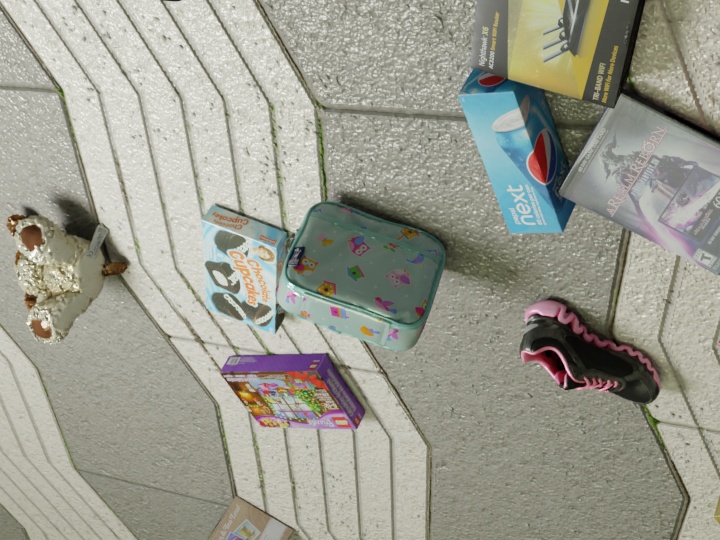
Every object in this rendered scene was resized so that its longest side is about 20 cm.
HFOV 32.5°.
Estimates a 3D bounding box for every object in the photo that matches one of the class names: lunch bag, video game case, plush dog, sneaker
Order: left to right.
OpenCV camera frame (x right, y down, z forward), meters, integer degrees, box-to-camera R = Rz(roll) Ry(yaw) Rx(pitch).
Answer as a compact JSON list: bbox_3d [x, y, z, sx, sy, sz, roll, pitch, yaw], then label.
[{"bbox_3d":[-0.471,-0.005,1.902,0.172,0.160,0.200,13,114,42],"label":"plush dog"},{"bbox_3d":[0.000,0.000,1.554,0.200,0.160,0.077,20,148,3],"label":"lunch bag"},{"bbox_3d":[0.284,0.125,1.560,0.200,0.095,0.079,30,142,-3],"label":"sneaker"},{"bbox_3d":[0.329,-0.092,1.311,0.200,0.019,0.143,26,129,1],"label":"video game case"}]

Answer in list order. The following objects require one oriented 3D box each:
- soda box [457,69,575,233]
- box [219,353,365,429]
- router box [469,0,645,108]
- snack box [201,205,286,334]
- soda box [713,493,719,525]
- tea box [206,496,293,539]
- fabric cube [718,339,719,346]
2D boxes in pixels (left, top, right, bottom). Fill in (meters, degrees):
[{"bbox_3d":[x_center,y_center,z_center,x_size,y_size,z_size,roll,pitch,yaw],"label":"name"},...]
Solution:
[{"bbox_3d":[0.176,-0.134,1.357,0.068,0.064,0.200,2,136,32],"label":"soda box"},{"bbox_3d":[-0.107,0.191,1.940,0.200,0.039,0.137,-4,132,37],"label":"box"},{"bbox_3d":[0.195,-0.266,1.200,0.157,0.052,0.200,18,142,15],"label":"router box"},{"bbox_3d":[-0.165,0.002,1.760,0.116,0.037,0.200,20,142,12],"label":"snack box"},{"bbox_3d":[0.559,0.370,1.686,0.068,0.064,0.200,-12,126,42],"label":"soda box"},{"bbox_3d":[-0.249,0.571,2.340,0.134,0.200,0.197,30,144,0],"label":"tea box"},{"bbox_3d":[0.501,0.005,1.192,0.196,0.200,0.199,29,145,0],"label":"fabric cube"}]
